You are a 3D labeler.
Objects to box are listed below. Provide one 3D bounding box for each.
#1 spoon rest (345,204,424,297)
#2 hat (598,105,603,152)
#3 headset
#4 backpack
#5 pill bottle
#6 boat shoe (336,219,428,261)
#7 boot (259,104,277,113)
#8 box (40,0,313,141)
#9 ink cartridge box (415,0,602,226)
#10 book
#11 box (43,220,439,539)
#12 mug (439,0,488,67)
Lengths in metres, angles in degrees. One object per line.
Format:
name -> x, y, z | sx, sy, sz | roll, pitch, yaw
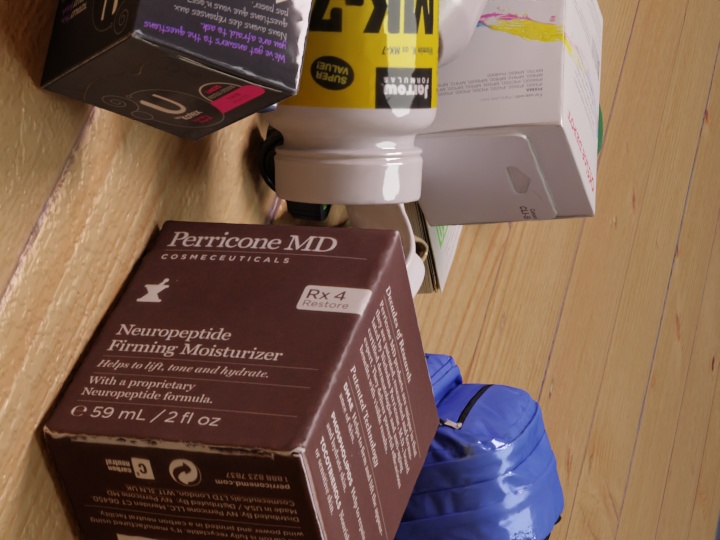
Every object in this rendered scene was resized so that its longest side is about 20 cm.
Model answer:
spoon rest -> 0.018, -0.030, 1.422 | 0.200, 0.061, 0.099 | -83, 160, -49
hat -> 0.129, -0.134, 1.922 | 0.200, 0.176, 0.166 | 39, 48, -19
headset -> -0.047, -0.114, 1.381 | 0.200, 0.094, 0.124 | 86, 12, -68
backpack -> 0.043, 0.150, 1.442 | 0.163, 0.200, 0.168 | -46, 127, -62
pill bottle -> -0.006, -0.146, 1.238 | 0.114, 0.114, 0.200 | -20, 111, -69
boat shoe -> 0.000, 0.000, 1.486 | 0.200, 0.076, 0.072 | -43, 134, -62
boot -> -0.084, -0.193, 1.196 | 0.073, 0.090, 0.200 | 9, 85, -70
box -> -0.092, -0.190, 1.082 | 0.106, 0.122, 0.200 | 19, 71, -29
ink cartridge box -> 0.113, -0.156, 1.569 | 0.145, 0.144, 0.200 | 60, 30, -56
book -> 0.047, -0.099, 1.662 | 0.134, 0.048, 0.200 | -64, 148, -54
box -> -0.065, 0.095, 1.183 | 0.200, 0.166, 0.164 | -66, 151, -46
mug -> 0.020, -0.233, 1.440 | 0.149, 0.186, 0.153 | 111, -4, -57
